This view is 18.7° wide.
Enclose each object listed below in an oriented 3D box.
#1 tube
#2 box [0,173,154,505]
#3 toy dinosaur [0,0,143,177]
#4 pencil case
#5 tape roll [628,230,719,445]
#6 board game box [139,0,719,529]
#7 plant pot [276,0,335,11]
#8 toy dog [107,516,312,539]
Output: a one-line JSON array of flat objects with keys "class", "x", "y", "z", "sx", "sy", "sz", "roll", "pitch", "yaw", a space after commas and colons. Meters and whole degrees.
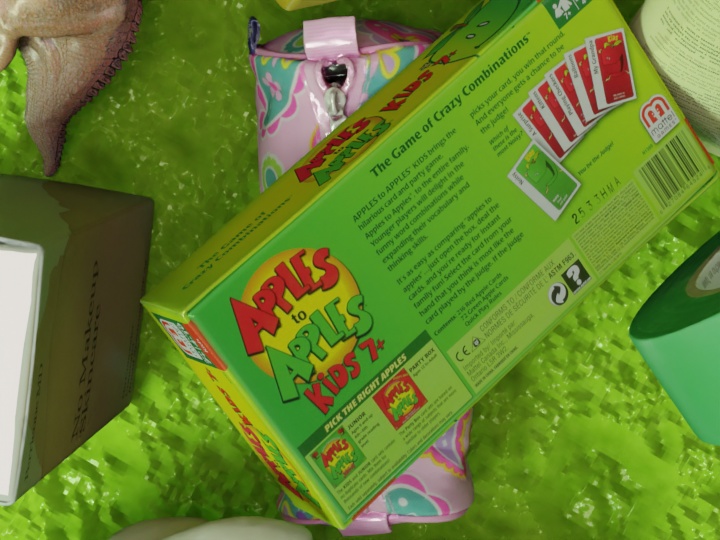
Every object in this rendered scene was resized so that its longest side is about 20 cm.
[{"class": "tube", "x": 0.134, "y": -0.095, "z": 0.789, "sx": 0.052, "sy": 0.200, "sz": 0.058, "roll": -22, "pitch": 72, "yaw": -15}, {"class": "box", "x": -0.137, "y": 0.019, "z": 0.815, "sx": 0.077, "sy": 0.200, "sz": 0.096, "roll": 8, "pitch": 98, "yaw": 4}, {"class": "toy dinosaur", "x": -0.117, "y": -0.136, "z": 0.856, "sx": 0.134, "sy": 0.086, "sz": 0.202, "roll": -12, "pitch": 102, "yaw": 0}, {"class": "pencil case", "x": 0.000, "y": 0.000, "z": 0.858, "sx": 0.086, "sy": 0.087, "sz": 0.202, "roll": -2, "pitch": 98, "yaw": 6}, {"class": "tape roll", "x": 0.189, "y": -0.015, "z": 0.777, "sx": 0.200, "sy": 0.200, "sz": 0.048, "roll": -35, "pitch": 94, "yaw": 9}, {"class": "board game box", "x": 0.029, "y": -0.013, "z": 0.799, "sx": 0.200, "sy": 0.048, "sz": 0.102, "roll": -42, "pitch": 110, "yaw": -16}, {"class": "plant pot", "x": 0.017, "y": -0.199, "z": 0.751, "sx": 0.176, "sy": 0.200, "sz": 0.201, "roll": -32, "pitch": 94, "yaw": -7}, {"class": "toy dog", "x": -0.024, "y": 0.160, "z": 0.851, "sx": 0.198, "sy": 0.140, "sz": 0.195, "roll": 11, "pitch": 121, "yaw": -26}]
